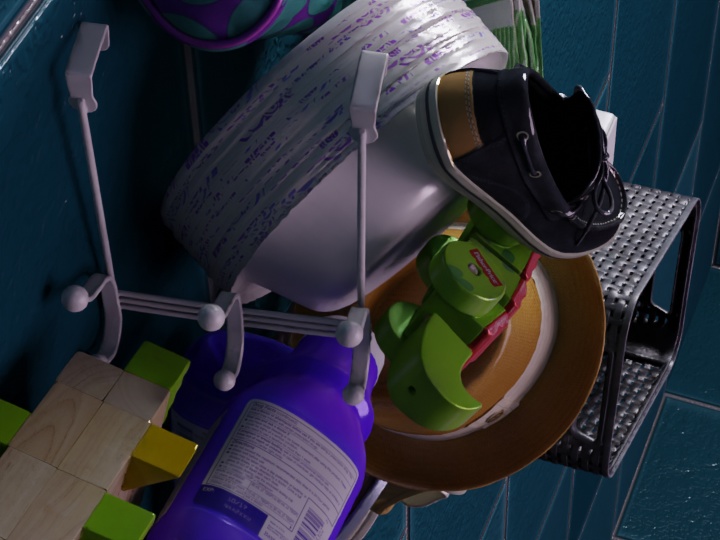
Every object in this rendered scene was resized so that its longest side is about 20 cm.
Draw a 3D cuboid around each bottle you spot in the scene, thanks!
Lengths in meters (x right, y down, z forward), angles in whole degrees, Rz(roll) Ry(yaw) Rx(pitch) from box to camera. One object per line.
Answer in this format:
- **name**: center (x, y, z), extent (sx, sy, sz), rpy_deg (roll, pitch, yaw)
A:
- **bottle**: center (-0.041, 0.100, 1.081), extent (0.065, 0.083, 0.200), rpy_deg (-47, -170, 41)
- **bottle**: center (-0.068, 0.129, 1.241), extent (0.065, 0.083, 0.200), rpy_deg (-56, 155, -45)

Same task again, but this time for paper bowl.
- **paper bowl**: center (-0.001, -0.057, 1.125), extent (0.201, 0.104, 0.201), rpy_deg (-40, 172, -6)

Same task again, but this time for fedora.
- **fedora**: center (0.041, 0.036, 1.223), extent (0.082, 0.200, 0.201), rpy_deg (-1, 106, -71)

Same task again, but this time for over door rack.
- **over door rack**: center (-0.067, -0.015, 1.007), extent (0.067, 0.147, 0.200), rpy_deg (-77, 172, -48)

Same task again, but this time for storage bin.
- **storage bin**: center (0.156, 0.032, 1.421), extent (0.200, 0.094, 0.135), rpy_deg (-49, 148, -57)

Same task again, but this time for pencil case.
- **pencil case**: center (-0.041, -0.157, 1.063), extent (0.200, 0.092, 0.085), rpy_deg (-26, 111, -69)

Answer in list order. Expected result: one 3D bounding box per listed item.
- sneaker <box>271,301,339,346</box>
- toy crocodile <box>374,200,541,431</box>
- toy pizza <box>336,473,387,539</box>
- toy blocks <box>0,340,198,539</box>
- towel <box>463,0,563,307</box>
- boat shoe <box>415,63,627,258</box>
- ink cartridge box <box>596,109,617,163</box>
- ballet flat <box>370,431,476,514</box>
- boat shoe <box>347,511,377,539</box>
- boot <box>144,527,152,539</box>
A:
- **sneaker**: center (0.000, 0.000, 1.346), extent (0.201, 0.075, 0.105), rpy_deg (-69, -165, -10)
- **toy crocodile**: center (0.060, 0.008, 1.095), extent (0.068, 0.062, 0.200), rpy_deg (-49, -175, 34)
- **toy pizza**: center (-0.023, 0.119, 1.380), extent (0.200, 0.032, 0.200), rpy_deg (-50, -164, 20)
- **toy blocks**: center (-0.153, 0.139, 0.987), extent (0.200, 0.100, 0.137), rpy_deg (-59, 170, -51)
- **towel**: center (0.074, -0.074, 1.310), extent (0.152, 0.023, 0.200), rpy_deg (-2, -86, 63)
- **boat shoe**: center (0.097, -0.055, 1.063), extent (0.200, 0.062, 0.075), rpy_deg (27, 52, -58)
- **ink cartridge box**: center (0.094, -0.021, 1.593), extent (0.146, 0.146, 0.200), rpy_deg (86, 25, -50)
- **ballet flat**: center (0.044, 0.119, 1.358), extent (0.069, 0.063, 0.200), rpy_deg (-60, -165, -24)
- **boat shoe**: center (-0.010, 0.122, 1.510), extent (0.060, 0.074, 0.200), rpy_deg (-102, -149, -84)
- **boot**: center (-0.122, 0.225, 1.126), extent (0.200, 0.070, 0.132), rpy_deg (108, 5, -60)
